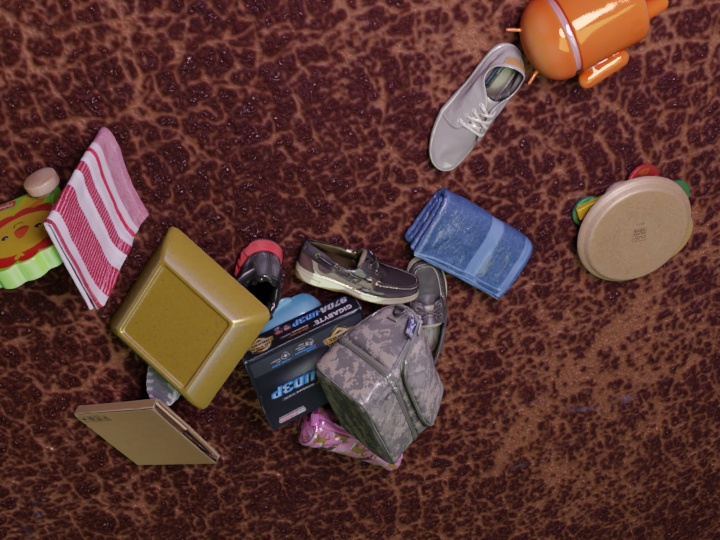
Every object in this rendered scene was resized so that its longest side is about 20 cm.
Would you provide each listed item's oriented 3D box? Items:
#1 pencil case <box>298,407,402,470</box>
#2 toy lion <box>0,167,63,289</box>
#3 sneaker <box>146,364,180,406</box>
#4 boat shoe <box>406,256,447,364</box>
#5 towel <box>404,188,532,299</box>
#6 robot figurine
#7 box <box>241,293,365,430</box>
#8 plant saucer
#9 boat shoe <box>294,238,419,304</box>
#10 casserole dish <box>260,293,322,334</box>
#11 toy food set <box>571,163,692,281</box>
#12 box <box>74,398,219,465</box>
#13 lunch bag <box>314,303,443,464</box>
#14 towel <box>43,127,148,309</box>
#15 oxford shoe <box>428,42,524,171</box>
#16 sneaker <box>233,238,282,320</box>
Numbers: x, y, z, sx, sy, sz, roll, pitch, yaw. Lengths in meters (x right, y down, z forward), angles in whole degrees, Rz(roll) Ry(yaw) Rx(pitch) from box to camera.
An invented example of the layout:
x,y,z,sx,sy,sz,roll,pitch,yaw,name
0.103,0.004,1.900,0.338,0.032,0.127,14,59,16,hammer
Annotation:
x,y,z,sx,sy,sz,roll,pitch,yaw,name
-0.016,0.291,1.487,0.197,0.083,0.087,21,120,-25,pencil case
-0.449,-0.040,1.079,0.196,0.193,0.070,-18,128,2,toy lion
-0.284,0.103,1.306,0.073,0.082,0.204,20,108,11,sneaker
0.111,0.070,1.364,0.070,0.067,0.204,-7,126,-4,boat shoe
0.172,-0.039,1.303,0.198,0.049,0.113,27,106,-27,towel
0.289,-0.325,1.088,0.197,0.118,0.144,-28,154,7,robot figurine
-0.077,0.143,1.320,0.197,0.046,0.161,-24,130,-12,box
-0.260,0.077,1.223,0.199,0.048,0.201,40,110,5,plant saucer
0.000,0.000,1.278,0.195,0.074,0.066,10,123,-11,boat shoe
-0.088,0.124,1.358,0.120,0.039,0.201,-35,130,-3,casserole dish
0.436,-0.071,1.346,0.197,0.049,0.200,-24,127,5,toy food set
-0.347,0.267,1.373,0.197,0.022,0.164,-10,134,34,box
0.042,0.166,1.288,0.168,0.138,0.202,-44,137,-20,lunch bag
-0.332,-0.069,1.083,0.022,0.202,0.146,-6,130,13,towel
0.159,-0.219,1.171,0.074,0.058,0.201,20,121,-27,oxford shoe
-0.171,0.054,1.270,0.070,0.099,0.202,15,123,-24,sneaker
